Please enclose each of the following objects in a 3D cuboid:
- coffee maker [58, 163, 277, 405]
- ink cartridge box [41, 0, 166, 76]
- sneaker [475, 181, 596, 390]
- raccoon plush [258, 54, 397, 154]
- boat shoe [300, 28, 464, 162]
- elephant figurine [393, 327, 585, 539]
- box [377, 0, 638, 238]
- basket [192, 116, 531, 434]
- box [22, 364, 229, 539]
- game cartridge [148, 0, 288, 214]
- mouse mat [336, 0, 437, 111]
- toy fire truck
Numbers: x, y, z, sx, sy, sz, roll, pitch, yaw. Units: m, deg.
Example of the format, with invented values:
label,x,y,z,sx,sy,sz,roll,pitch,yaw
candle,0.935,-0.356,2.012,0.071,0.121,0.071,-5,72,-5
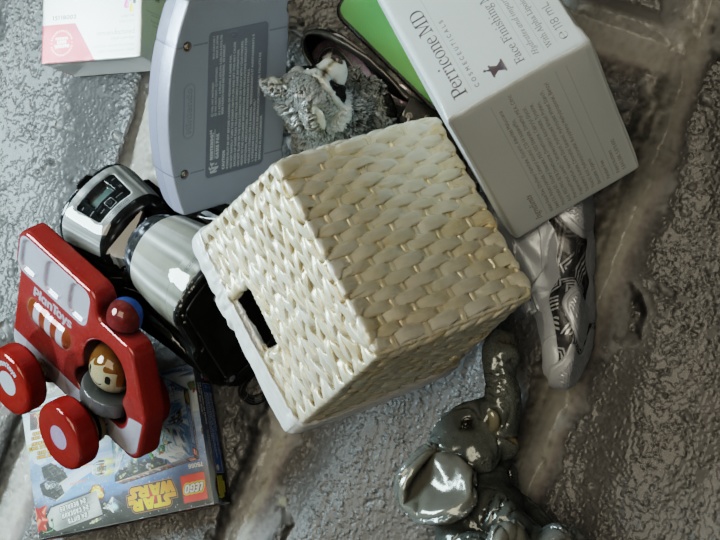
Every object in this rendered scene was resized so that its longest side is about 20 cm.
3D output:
label,x,y,z,sx,sy,sz,roll,pitch,yaw
coffee maker,-0.176,0.017,1.517,0.199,0.134,0.193,32,136,37
ink cartridge box,-0.254,-0.304,1.625,0.115,0.067,0.202,-2,84,21
sneaker,0.148,0.006,1.436,0.114,0.075,0.202,-2,79,22
raccoon plush,-0.040,-0.101,1.453,0.096,0.134,0.202,18,113,27
boat shoe,0.014,-0.153,1.511,0.200,0.057,0.067,46,101,19
elephant figurine,0.100,0.184,1.416,0.154,0.142,0.201,-22,70,-17
box,0.118,-0.173,1.364,0.130,0.200,0.200,-30,56,5
basket,0.000,0.000,1.357,0.199,0.199,0.161,62,142,13
box,-0.232,0.179,1.584,0.198,0.040,0.138,-13,79,20
game cartridge,-0.125,-0.154,1.427,0.040,0.133,0.202,27,124,38
mouse mat,0.088,-0.270,1.521,0.200,0.008,0.161,-47,71,10
toy fire truck,-0.252,0.072,1.484,0.200,0.112,0.169,39,135,28
